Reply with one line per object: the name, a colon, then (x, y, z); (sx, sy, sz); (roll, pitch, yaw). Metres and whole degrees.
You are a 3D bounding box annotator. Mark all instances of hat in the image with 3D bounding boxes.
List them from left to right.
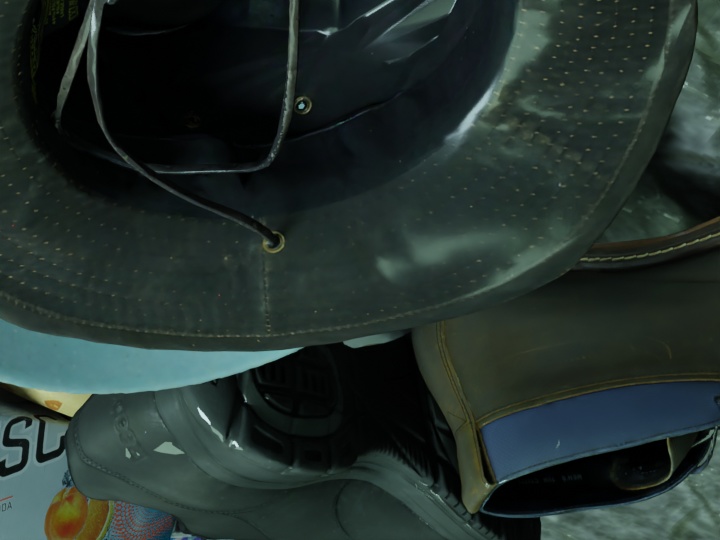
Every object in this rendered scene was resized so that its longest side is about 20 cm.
hat: (-0.023, -0.069, 0.612); (0.200, 0.081, 0.201); (-5, 128, -7)

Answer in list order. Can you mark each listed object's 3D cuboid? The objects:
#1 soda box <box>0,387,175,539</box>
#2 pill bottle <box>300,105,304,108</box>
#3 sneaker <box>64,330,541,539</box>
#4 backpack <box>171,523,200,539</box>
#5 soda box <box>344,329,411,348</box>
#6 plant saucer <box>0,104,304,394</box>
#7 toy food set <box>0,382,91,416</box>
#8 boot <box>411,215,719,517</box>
soda box: (-0.150, 0.072, 0.912); (0.068, 0.064, 0.200); (18, -177, 36)
pill bottle: (-0.062, -0.110, 0.747); (0.113, 0.113, 0.200); (2, 144, 31)
sneaker: (-0.015, 0.059, 0.849); (0.091, 0.076, 0.200); (-25, 148, 32)
backpack: (-0.046, 0.184, 1.177); (0.200, 0.151, 0.178); (-14, 133, 36)
soda box: (0.000, 0.000, 0.931); (0.200, 0.068, 0.064); (25, 150, -6)
plant saucer: (-0.054, -0.052, 0.696); (0.201, 0.039, 0.201); (-11, 133, -12)
toy food set: (-0.152, 0.010, 0.992); (0.200, 0.049, 0.198); (16, -178, 2)
boot: (0.113, 0.035, 0.831); (0.200, 0.097, 0.075); (0, 147, -11)
